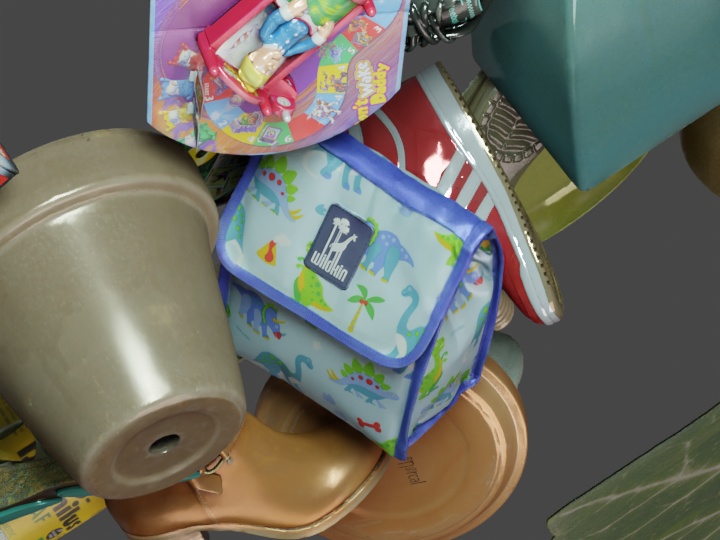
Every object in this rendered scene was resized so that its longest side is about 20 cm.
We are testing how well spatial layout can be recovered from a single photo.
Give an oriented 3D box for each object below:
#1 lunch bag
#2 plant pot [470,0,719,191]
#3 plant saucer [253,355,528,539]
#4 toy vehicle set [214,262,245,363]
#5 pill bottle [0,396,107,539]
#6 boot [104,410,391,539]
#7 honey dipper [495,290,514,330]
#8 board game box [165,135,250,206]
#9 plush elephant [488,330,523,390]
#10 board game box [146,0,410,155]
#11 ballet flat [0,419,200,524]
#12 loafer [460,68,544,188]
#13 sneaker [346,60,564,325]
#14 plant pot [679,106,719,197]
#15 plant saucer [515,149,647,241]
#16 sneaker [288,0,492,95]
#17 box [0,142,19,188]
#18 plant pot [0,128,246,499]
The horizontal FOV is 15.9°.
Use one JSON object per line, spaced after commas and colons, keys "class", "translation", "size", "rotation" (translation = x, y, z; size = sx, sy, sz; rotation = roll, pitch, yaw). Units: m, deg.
{"class": "lunch bag", "translation": [0.000, 0.000, 1.691], "size": [0.127, 0.170, 0.201], "rotation": [-44, 158, -39]}
{"class": "plant pot", "translation": [0.154, -0.184, 1.690], "size": [0.141, 0.142, 0.200], "rotation": [-33, 152, -7]}
{"class": "plant saucer", "translation": [0.021, 0.125, 1.847], "size": [0.199, 0.032, 0.201], "rotation": [1, 127, 1]}
{"class": "toy vehicle set", "translation": [-0.047, 0.001, 1.916], "size": [0.199, 0.027, 0.124], "rotation": [-33, 159, -8]}
{"class": "pill bottle", "translation": [-0.201, 0.115, 1.802], "size": [0.199, 0.113, 0.113], "rotation": [-32, 159, -8]}
{"class": "boot", "translation": [-0.084, 0.112, 1.753], "size": [0.199, 0.077, 0.156], "rotation": [-22, 123, -3]}
{"class": "honey dipper", "translation": [0.084, 0.009, 2.128], "size": [0.038, 0.038, 0.200], "rotation": [-38, 157, 6]}
{"class": "board game box", "translation": [-0.073, -0.107, 1.657], "size": [0.104, 0.024, 0.200], "rotation": [-16, 152, -37]}
{"class": "plush elephant", "translation": [0.031, 0.070, 1.907], "size": [0.155, 0.164, 0.201], "rotation": [-74, -175, -63]}
{"class": "board game box", "translation": [-0.042, -0.133, 1.498], "size": [0.157, 0.039, 0.201], "rotation": [-6, 134, -14]}
{"class": "ballet flat", "translation": [-0.196, 0.124, 1.681], "size": [0.199, 0.071, 0.071], "rotation": [-15, 168, 24]}
{"class": "loafer", "translation": [0.087, -0.096, 1.853], "size": [0.076, 0.067, 0.201], "rotation": [23, 103, -37]}
{"class": "sneaker", "translation": [0.054, -0.032, 1.770], "size": [0.112, 0.201, 0.071], "rotation": [-29, 164, 4]}
{"class": "plant pot", "translation": [0.336, -0.173, 1.963], "size": [0.186, 0.187, 0.201], "rotation": [-29, 145, -15]}
{"class": "plant saucer", "translation": [0.153, -0.083, 2.042], "size": [0.199, 0.031, 0.200], "rotation": [-31, 159, -14]}
{"class": "sneaker", "translation": [0.023, -0.168, 1.563], "size": [0.200, 0.079, 0.076], "rotation": [-40, 147, -9]}
{"class": "box", "translation": [-0.300, -0.019, 1.474], "size": [0.200, 0.035, 0.110], "rotation": [-39, 159, 9]}
{"class": "plant pot", "translation": [-0.157, 0.040, 1.595], "size": [0.199, 0.175, 0.201], "rotation": [-23, 151, -13]}
